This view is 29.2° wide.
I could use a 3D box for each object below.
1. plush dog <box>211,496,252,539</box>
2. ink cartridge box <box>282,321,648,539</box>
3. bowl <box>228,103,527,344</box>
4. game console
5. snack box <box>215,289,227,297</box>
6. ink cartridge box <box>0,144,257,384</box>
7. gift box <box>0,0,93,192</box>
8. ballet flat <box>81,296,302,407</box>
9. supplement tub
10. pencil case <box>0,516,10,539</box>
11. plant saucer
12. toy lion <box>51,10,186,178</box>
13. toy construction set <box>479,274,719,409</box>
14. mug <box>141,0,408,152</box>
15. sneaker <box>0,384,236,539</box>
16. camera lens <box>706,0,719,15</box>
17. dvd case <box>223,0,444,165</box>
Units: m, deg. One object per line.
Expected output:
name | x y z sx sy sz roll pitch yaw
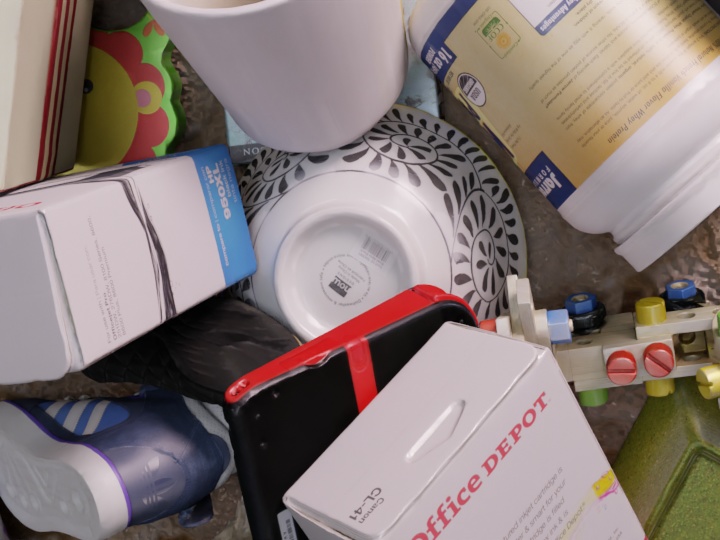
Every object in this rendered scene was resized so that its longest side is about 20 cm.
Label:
plush dog | -0.021 0.169 0.856 0.172 0.160 0.200 -47 126 -3
ink cartridge box | 0.070 0.151 0.757 0.148 0.085 0.201 -45 122 -24
bowl | 0.000 0.000 0.846 0.199 0.094 0.202 2 100 10
game console | 0.010 0.123 0.777 0.031 0.176 0.201 12 120 50
snack box | -0.184 -0.022 0.892 0.198 0.024 0.072 7 119 12
ink cartridge box | -0.167 -0.004 0.757 0.144 0.200 0.085 -9 101 22
gift box | -0.241 -0.151 0.782 0.183 0.200 0.188 8 98 -4
ballet flat | -0.104 0.051 0.846 0.199 0.057 0.067 12 51 36
supplement tub | 0.139 -0.113 0.800 0.144 0.144 0.200 -42 84 9
pencil case | -0.264 0.217 0.919 0.085 0.084 0.201 -22 86 -24
plant saucer | 0.232 0.191 0.844 0.199 0.048 0.201 28 97 8
toy lion | -0.187 -0.138 0.908 0.192 0.069 0.200 42 98 -1
toy construction set | 0.168 0.048 0.803 0.198 0.131 0.093 6 110 6
mug | -0.025 -0.158 0.791 0.186 0.153 0.150 -35 52 -8
sneaker | -0.151 0.109 0.903 0.199 0.146 0.081 7 115 53
camera lens | 0.264 -0.229 0.764 0.200 0.160 0.160 -45 84 9
dvd case | -0.024 -0.175 0.891 0.145 0.022 0.202 -4 93 11
